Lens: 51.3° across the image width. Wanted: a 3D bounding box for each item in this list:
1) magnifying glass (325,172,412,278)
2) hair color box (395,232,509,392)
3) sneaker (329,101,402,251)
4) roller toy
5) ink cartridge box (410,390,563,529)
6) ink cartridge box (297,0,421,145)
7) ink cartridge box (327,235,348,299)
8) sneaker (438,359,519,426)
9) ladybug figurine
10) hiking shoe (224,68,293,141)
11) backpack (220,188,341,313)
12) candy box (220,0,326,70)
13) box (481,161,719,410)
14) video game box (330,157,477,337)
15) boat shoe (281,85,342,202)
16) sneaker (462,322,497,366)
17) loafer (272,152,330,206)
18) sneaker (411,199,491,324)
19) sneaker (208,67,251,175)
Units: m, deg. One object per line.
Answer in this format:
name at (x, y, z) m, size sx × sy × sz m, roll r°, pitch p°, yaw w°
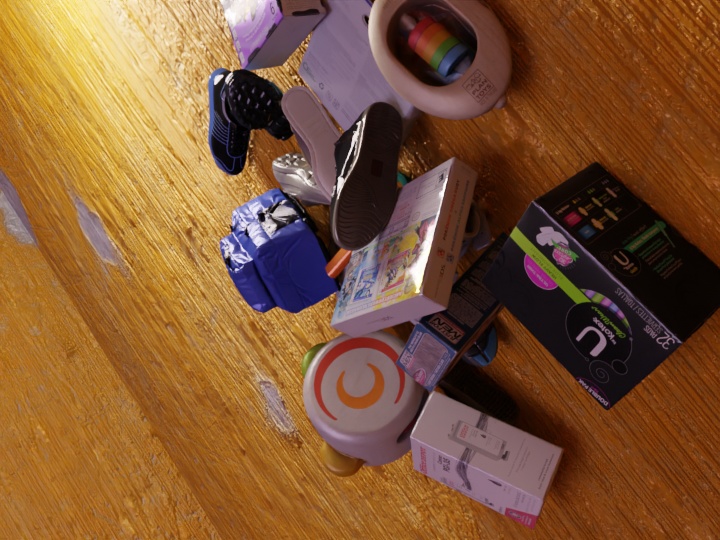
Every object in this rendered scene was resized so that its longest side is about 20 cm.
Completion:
magnifying glass at (0.011, -0.062, 1.106) m, size 0.200 × 0.022 × 0.080 m, roll -50°, pitch 46°, yaw 31°
hair color box at (0.134, 0.049, 0.933) m, size 0.060 × 0.200 × 0.100 m, roll 38°, pitch 143°, yaw 14°
sneaker at (-0.003, -0.112, 0.982) m, size 0.074 × 0.201 × 0.106 m, roll 22°, pitch 162°, yaw -20°
roller toy at (0.013, 0.198, 1.143) m, size 0.140 × 0.181 × 0.201 m, roll 70°, pitch -174°, yaw -57°
ink cartridge box at (0.176, 0.272, 1.079) m, size 0.199 × 0.083 × 0.147 m, roll 22°, pitch 152°, yaw 20°
ink cartridge box at (0.009, -0.273, 1.014) m, size 0.200 × 0.040 × 0.200 m, roll 53°, pitch 147°, yaw 13°
ink cartridge box at (0.000, 0.000, 1.210) m, size 0.197 × 0.043 × 0.201 m, roll 109°, pitch 151°, yaw -50°
sneaker at (0.149, 0.182, 1.141) m, size 0.200 × 0.070 × 0.076 m, roll 43°, pitch 145°, yaw 27°
ladybug figurine at (0.095, -0.249, 0.857) m, size 0.136 × 0.072 × 0.200 m, roll -44°, pitch 73°, yaw 16°
hiking shoe at (-0.161, -0.261, 1.144) m, size 0.087 × 0.074 × 0.200 m, roll 51°, pitch -173°, yaw 18°
backpack at (-0.149, -0.041, 1.263) m, size 0.200 × 0.167 × 0.163 m, roll -123°, pitch 13°, yaw -54°
candy box at (-0.139, -0.410, 1.050) m, size 0.168 × 0.071 × 0.201 m, roll -24°, pitch 84°, yaw 60°
box at (0.259, 0.014, 0.809) m, size 0.200 × 0.124 × 0.149 m, roll 47°, pitch 145°, yaw 19°
video game box at (0.050, -0.022, 0.918) m, size 0.047 × 0.183 × 0.200 m, roll 30°, pitch 153°, yaw -23°
boat shoe at (-0.052, -0.177, 1.114) m, size 0.201 × 0.072 × 0.060 m, roll 59°, pitch -179°, yaw 3°
sneaker at (0.126, 0.065, 1.092) m, size 0.200 × 0.073 × 0.082 m, roll 54°, pitch 153°, yaw 29°
loafer at (-0.072, -0.136, 1.213) m, size 0.200 × 0.070 × 0.070 m, roll 32°, pitch 144°, yaw 49°
sneaker at (0.107, -0.018, 0.984) m, size 0.115 × 0.075 × 0.202 m, roll 13°, pitch 100°, yaw 62°
sneaker at (-0.226, -0.252, 1.329) m, size 0.078 × 0.070 × 0.201 m, roll 38°, pitch 140°, yaw 42°
